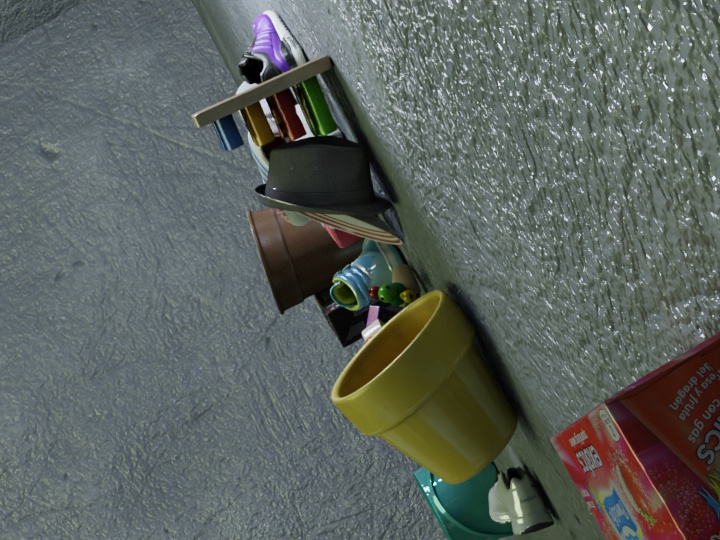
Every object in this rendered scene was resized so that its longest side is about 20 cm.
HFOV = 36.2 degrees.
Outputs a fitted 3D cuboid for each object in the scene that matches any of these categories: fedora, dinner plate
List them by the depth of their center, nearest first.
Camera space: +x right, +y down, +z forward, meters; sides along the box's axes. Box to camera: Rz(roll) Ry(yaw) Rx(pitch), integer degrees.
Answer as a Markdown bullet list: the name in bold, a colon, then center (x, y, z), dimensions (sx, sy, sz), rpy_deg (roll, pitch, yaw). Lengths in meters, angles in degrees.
- **fedora**: center (-0.052, -0.138, 1.547), dimensions (0.177, 0.197, 0.092), rpy_deg (-33, -53, -64)
- **dinner plate**: center (-0.026, -0.081, 1.666), dimensions (0.197, 0.025, 0.200), rpy_deg (19, 177, 1)

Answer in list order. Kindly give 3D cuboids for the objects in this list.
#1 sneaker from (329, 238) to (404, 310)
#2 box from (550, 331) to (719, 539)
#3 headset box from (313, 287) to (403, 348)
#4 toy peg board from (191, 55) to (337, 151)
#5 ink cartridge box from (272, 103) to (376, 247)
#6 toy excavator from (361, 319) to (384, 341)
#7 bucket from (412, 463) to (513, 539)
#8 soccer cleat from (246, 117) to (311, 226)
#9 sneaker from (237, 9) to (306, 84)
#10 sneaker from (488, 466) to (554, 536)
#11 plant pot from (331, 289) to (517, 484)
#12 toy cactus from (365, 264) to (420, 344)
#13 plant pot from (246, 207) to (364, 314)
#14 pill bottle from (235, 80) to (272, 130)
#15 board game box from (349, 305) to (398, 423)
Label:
- **sneaker**: center (0.000, 0.000, 1.833), dimensions (0.080, 0.129, 0.200), rpy_deg (61, 177, -16)
- **box**: center (0.175, 0.102, 0.585), dimensions (0.101, 0.095, 0.200), rpy_deg (60, 175, 12)
- **headset box**: center (0.000, 0.053, 2.044), dimensions (0.078, 0.147, 0.200), rpy_deg (63, 176, -17)
- **toy peg board**: center (-0.127, -0.213, 1.546), dimensions (0.200, 0.197, 0.099), rpy_deg (-139, 24, -78)
- **ink cartridge box**: center (-0.057, -0.161, 1.822), dimensions (0.148, 0.085, 0.202), rpy_deg (54, 169, 51)
- **toy excavator**: center (0.095, 0.183, 1.753), dimensions (0.195, 0.099, 0.200), rpy_deg (57, -174, 36)
- **bucket**: center (0.196, 0.422, 2.052), dimensions (0.209, 0.133, 0.207), rpy_deg (60, 175, 9)
- **soccer cleat**: center (-0.116, -0.142, 1.705), dimensions (0.086, 0.069, 0.202), rpy_deg (37, 158, 53)
- **sneaker**: center (-0.155, -0.345, 1.748), dimensions (0.201, 0.098, 0.070), rpy_deg (56, 171, 51)
- **sneaker**: center (0.230, 0.328, 1.617), dimensions (0.200, 0.073, 0.089), rpy_deg (151, 103, -79)
- **plant pot**: center (0.094, 0.162, 1.409), dimensions (0.189, 0.201, 0.201), rpy_deg (47, 178, -9)
- **toy cactus**: center (0.070, 0.067, 1.676), dimensions (0.199, 0.102, 0.167), rpy_deg (39, -151, -38)
- **plant pot**: center (-0.088, -0.047, 2.034), dimensions (0.200, 0.195, 0.203), rpy_deg (160, 90, -87)
- **pill bottle**: center (-0.178, -0.299, 2.251), dimensions (0.112, 0.110, 0.201), rpy_deg (59, 174, 32)
- **board game box**: center (0.045, 0.172, 1.907), dimensions (0.119, 0.204, 0.032), rpy_deg (17, 169, -42)
